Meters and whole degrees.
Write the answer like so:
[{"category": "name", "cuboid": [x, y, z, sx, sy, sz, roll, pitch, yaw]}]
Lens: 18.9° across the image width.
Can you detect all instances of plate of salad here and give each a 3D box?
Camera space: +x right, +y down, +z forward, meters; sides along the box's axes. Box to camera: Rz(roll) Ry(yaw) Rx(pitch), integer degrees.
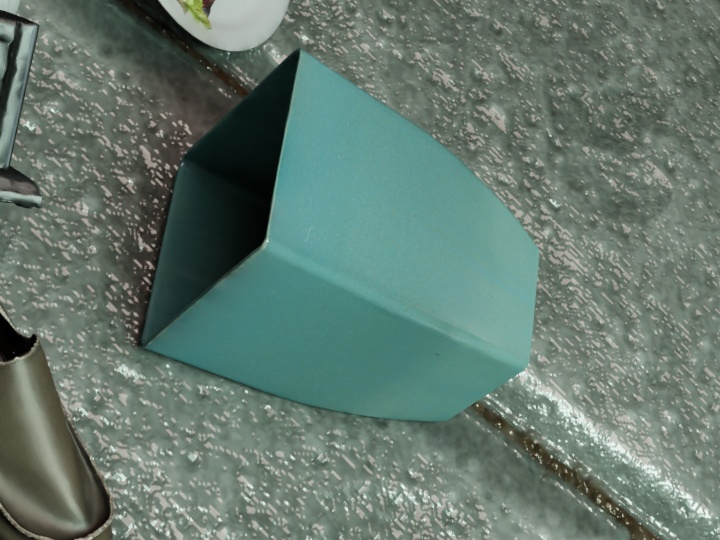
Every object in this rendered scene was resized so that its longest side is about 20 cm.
[{"category": "plate of salad", "cuboid": [-0.091, -0.240, 1.372, 0.200, 0.048, 0.202, 25, 61, -54]}]

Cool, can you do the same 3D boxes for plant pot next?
[{"category": "plant pot", "cuboid": [0.000, 0.000, 1.271, 0.199, 0.141, 0.142, 27, 51, -23]}]

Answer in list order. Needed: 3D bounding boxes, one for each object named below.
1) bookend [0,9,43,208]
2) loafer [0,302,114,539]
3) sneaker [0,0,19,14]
[{"category": "bookend", "cuboid": [-0.258, -0.153, 1.174, 0.199, 0.092, 0.200, 11, 97, -25]}, {"category": "loafer", "cuboid": [-0.196, 0.072, 1.152, 0.073, 0.071, 0.201, -29, 79, -39]}, {"category": "sneaker", "cuboid": [-0.187, -0.232, 1.339, 0.128, 0.080, 0.200, 4, 49, -18]}]
